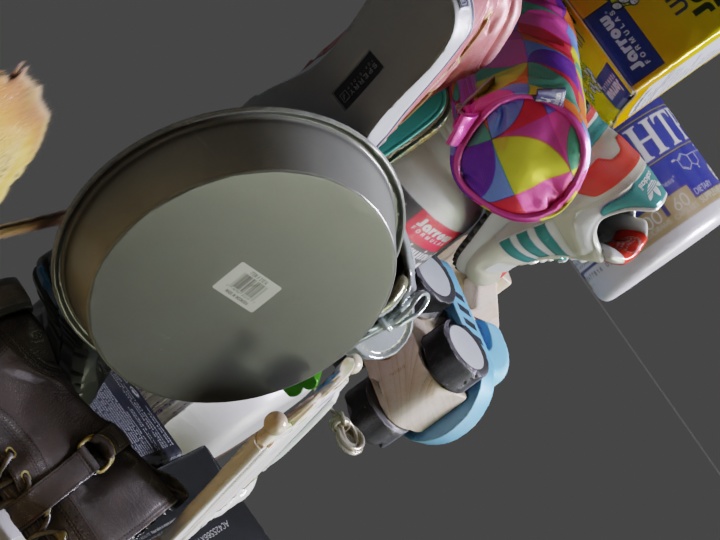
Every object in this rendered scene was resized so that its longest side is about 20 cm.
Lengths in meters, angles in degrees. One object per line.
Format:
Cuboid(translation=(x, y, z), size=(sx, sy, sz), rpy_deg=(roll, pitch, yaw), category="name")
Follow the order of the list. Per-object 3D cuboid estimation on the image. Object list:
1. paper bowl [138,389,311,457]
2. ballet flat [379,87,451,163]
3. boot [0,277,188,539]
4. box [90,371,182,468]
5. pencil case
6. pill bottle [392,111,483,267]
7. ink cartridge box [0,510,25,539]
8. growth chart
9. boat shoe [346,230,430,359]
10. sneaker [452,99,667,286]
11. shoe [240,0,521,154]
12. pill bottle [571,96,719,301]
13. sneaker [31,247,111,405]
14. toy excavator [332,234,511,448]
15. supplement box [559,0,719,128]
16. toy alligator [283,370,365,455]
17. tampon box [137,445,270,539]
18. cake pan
Cuboid(translation=(-0.119, 0.095, 1.850), size=(0.200, 0.105, 0.201), rpy_deg=(-34, 175, -3), category="paper bowl")
Cuboid(translation=(-0.030, -0.064, 1.294), size=(0.199, 0.071, 0.071), rpy_deg=(-35, 174, -7), category="ballet flat")
Cuboid(translation=(-0.195, 0.103, 1.118), size=(0.200, 0.175, 0.069), rpy_deg=(-30, 173, -48), category="boot")
Cuboid(translation=(-0.253, 0.147, 1.426), size=(0.196, 0.118, 0.200), rpy_deg=(-37, 175, 9), category="box")
Cuboid(translation=(0.092, -0.106, 1.234), size=(0.088, 0.088, 0.200), rpy_deg=(-37, -161, 18), category="pencil case")
Cuboid(translation=(0.013, -0.051, 1.388), size=(0.200, 0.111, 0.111), rpy_deg=(-37, 174, 20), category="pill bottle")
Cuboid(translation=(-0.281, 0.149, 1.295), size=(0.200, 0.116, 0.068), rpy_deg=(-37, 175, 9), category="ink cartridge box")
Cuboid(translation=(-0.055, 0.106, 1.247), size=(0.145, 0.018, 0.200), rpy_deg=(-47, 175, 17), category="growth chart")
Cuboid(translation=(0.001, -0.001, 1.271), size=(0.074, 0.065, 0.203), rpy_deg=(-32, 145, -16), category="boat shoe")
Cuboid(translation=(0.131, -0.025, 1.348), size=(0.070, 0.093, 0.200), rpy_deg=(-48, 176, -33), category="sneaker")
Cuboid(translation=(0.007, -0.099, 1.161), size=(0.200, 0.072, 0.091), rpy_deg=(-43, 168, 32), category="shoe")
Cuboid(translation=(0.165, -0.091, 1.489), size=(0.119, 0.201, 0.120), rpy_deg=(-35, 174, -4), category="pill bottle")
Cuboid(translation=(-0.156, 0.029, 1.251), size=(0.082, 0.073, 0.200), rpy_deg=(-31, 173, -26), category="sneaker")
Cuboid(translation=(0.062, 0.046, 1.532), size=(0.100, 0.195, 0.200), rpy_deg=(-37, 146, 24), category="toy excavator")
Cuboid(translation=(0.218, -0.202, 1.362), size=(0.199, 0.110, 0.109), rpy_deg=(-35, 174, -7), category="supplement box")
Cuboid(translation=(-0.054, 0.038, 1.340), size=(0.054, 0.200, 0.059), rpy_deg=(-41, -166, 25), category="toy alligator")
Cuboid(translation=(-0.172, 0.240, 1.434), size=(0.200, 0.127, 0.150), rpy_deg=(-39, 172, 30), category="tampon box")
Cuboid(translation=(-0.067, -0.001, 1.129), size=(0.199, 0.037, 0.201), rpy_deg=(-11, 135, -11), category="cake pan")
